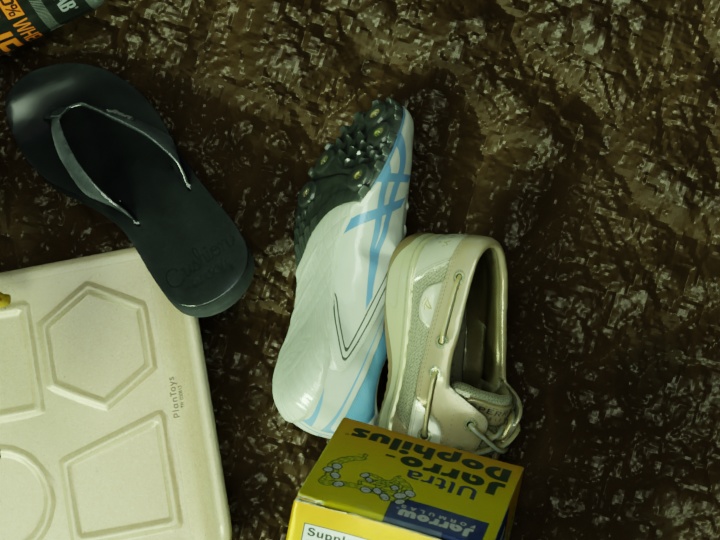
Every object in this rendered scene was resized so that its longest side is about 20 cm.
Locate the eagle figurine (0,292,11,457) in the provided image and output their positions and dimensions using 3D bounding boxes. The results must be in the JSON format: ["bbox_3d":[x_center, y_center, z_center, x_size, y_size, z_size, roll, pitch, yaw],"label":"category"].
[{"bbox_3d":[-0.261,0.011,1.449,0.150,0.152,0.201,9,64,-4],"label":"eagle figurine"}]

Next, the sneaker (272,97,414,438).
[{"bbox_3d":[0.000,0.000,1.486,0.072,0.072,0.202,22,74,-36],"label":"sneaker"}]

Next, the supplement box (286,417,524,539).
[{"bbox_3d":[0.011,0.201,1.399,0.108,0.110,0.201,15,113,8],"label":"supplement box"}]

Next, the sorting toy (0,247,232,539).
[{"bbox_3d":[-0.180,0.090,1.510,0.198,0.036,0.187,-11,82,10],"label":"sorting toy"}]

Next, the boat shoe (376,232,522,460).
[{"bbox_3d":[0.054,0.080,1.447,0.065,0.072,0.202,1,91,41],"label":"boat shoe"}]

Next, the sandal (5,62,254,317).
[{"bbox_3d":[-0.133,-0.058,1.491,0.076,0.043,0.200,-44,64,-7],"label":"sandal"}]

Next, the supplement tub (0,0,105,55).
[{"bbox_3d":[-0.227,-0.185,1.496,0.199,0.123,0.123,-26,82,4],"label":"supplement tub"}]
